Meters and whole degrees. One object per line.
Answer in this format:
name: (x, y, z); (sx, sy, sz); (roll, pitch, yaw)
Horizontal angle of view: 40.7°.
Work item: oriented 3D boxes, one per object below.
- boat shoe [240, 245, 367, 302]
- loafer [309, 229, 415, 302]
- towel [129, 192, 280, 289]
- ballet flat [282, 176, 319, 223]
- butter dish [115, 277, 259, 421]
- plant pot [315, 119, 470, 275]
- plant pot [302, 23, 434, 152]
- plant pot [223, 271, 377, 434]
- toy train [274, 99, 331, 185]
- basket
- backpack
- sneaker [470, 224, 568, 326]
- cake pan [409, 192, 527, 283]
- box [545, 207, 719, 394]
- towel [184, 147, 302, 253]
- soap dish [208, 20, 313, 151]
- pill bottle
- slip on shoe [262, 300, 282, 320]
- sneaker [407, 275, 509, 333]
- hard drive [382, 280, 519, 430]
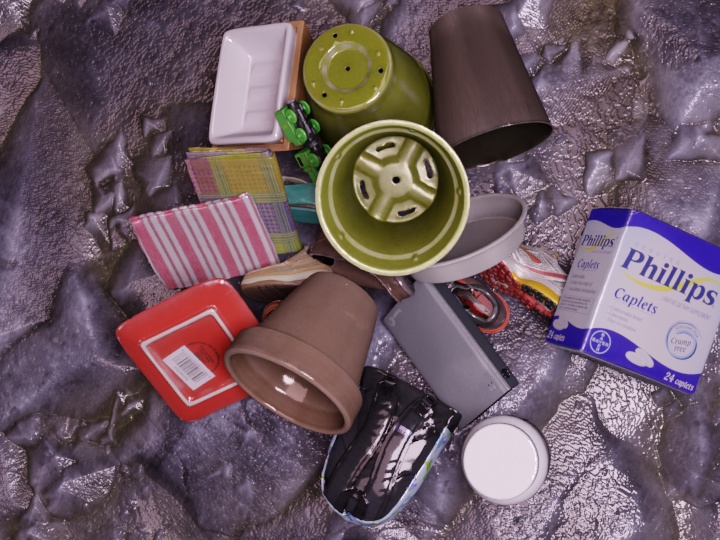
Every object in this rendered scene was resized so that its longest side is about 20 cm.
boat shoe: (-0.084, 0.000, 1.480); (0.198, 0.072, 0.077); (-4, 67, 5)
loafer: (0.000, 0.000, 1.387); (0.071, 0.073, 0.200); (-51, 45, -5)
towel: (-0.236, -0.046, 1.486); (0.198, 0.147, 0.030); (-11, 42, 10)
ballet flat: (-0.139, -0.112, 1.511); (0.198, 0.068, 0.071); (3, 58, 13)
butter dish: (-0.230, 0.093, 1.460); (0.198, 0.148, 0.201); (-26, 117, 13)
plant pot: (0.045, -0.112, 1.328); (0.199, 0.184, 0.202); (1, 103, 3)
plant pot: (0.000, -0.267, 1.427); (0.199, 0.193, 0.202); (-2, 81, 13)
plant pot: (-0.063, 0.102, 1.349); (0.199, 0.201, 0.175); (22, 61, 15)
toy train: (-0.064, -0.157, 1.426); (0.042, 0.056, 0.201); (-38, 109, -33)
basket: (0.176, -0.272, 1.421); (0.179, 0.136, 0.202); (-18, 74, 28)
backpack: (0.029, 0.266, 1.381); (0.162, 0.154, 0.201); (24, 67, 10)
sneaker: (0.238, -0.003, 1.406); (0.200, 0.078, 0.082); (39, 64, 20)
cake pan: (0.140, -0.044, 1.347); (0.199, 0.201, 0.037); (-20, 113, 10)
box: (0.379, 0.039, 1.306); (0.183, 0.105, 0.201); (21, 86, -15)
towel: (-0.172, -0.103, 1.460); (0.143, 0.201, 0.023); (-1, 43, 16)
soap dish: (-0.149, -0.276, 1.501); (0.156, 0.081, 0.202); (2, 83, 34)
pill bottle: (0.196, 0.253, 1.304); (0.115, 0.200, 0.117); (-2, 81, 13)
slip on shoe: (-0.081, 0.130, 1.453); (0.074, 0.061, 0.200); (-38, 84, 4)
sneaker: (0.130, 0.016, 1.413); (0.199, 0.082, 0.077); (30, 89, 15)
hard drive: (0.124, 0.113, 1.383); (0.033, 0.140, 0.201); (-25, 73, -37)
